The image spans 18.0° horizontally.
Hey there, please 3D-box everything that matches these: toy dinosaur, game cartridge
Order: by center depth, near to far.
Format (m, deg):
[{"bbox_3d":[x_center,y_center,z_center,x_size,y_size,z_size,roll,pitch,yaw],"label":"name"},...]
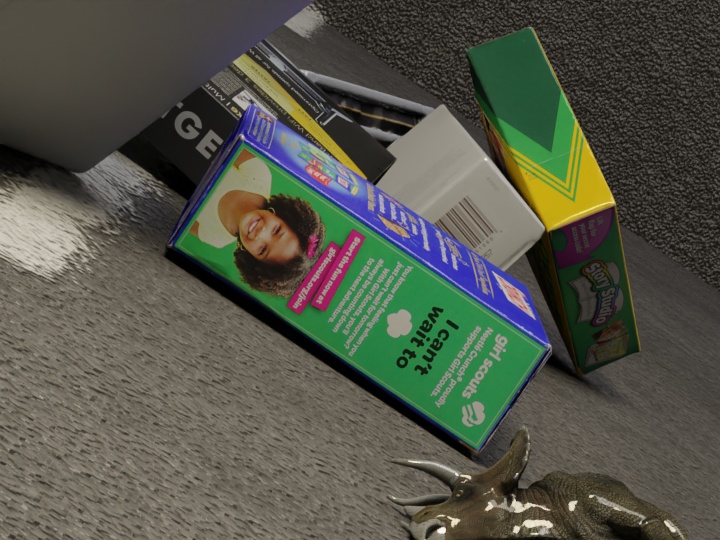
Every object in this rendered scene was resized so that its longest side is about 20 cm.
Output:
[{"bbox_3d":[0.114,0.123,1.008,0.199,0.077,0.102,23,21,-42],"label":"toy dinosaur"},{"bbox_3d":[-0.039,-0.120,1.701,0.133,0.041,0.199,11,0,44],"label":"game cartridge"}]

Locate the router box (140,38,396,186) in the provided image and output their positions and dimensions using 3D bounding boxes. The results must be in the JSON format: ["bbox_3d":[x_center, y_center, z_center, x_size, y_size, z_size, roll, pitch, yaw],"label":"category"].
[{"bbox_3d":[-0.080,-0.101,1.417,0.200,0.052,0.157,42,20,0],"label":"router box"}]

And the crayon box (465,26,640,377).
[{"bbox_3d":[0.142,-0.048,1.669,0.200,0.058,0.173,70,0,-55],"label":"crayon box"}]

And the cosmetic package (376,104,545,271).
[{"bbox_3d":[0.055,-0.043,1.591,0.074,0.102,0.200,49,6,-14],"label":"cosmetic package"}]

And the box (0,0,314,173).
[{"bbox_3d":[-0.153,-0.186,1.139,0.200,0.199,0.172,19,42,-57],"label":"box"}]

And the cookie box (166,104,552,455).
[{"bbox_3d":[0.000,0.000,1.255,0.199,0.075,0.171,33,8,-6],"label":"cookie box"}]
